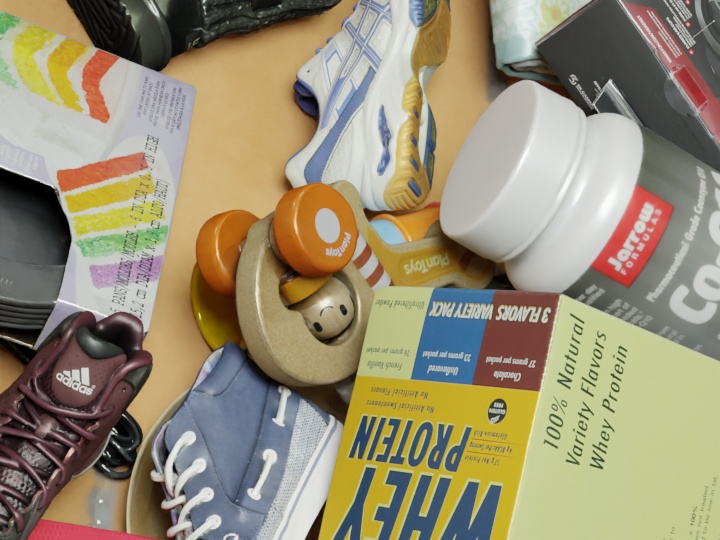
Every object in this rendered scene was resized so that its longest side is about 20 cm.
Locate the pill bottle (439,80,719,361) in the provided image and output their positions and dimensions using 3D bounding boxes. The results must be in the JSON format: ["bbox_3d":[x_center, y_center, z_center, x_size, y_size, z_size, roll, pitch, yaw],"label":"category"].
[{"bbox_3d":[0.152,-0.016,1.166,0.200,0.114,0.114,28,57,-18],"label":"pill bottle"}]

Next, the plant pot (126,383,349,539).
[{"bbox_3d":[-0.034,0.145,1.140,0.199,0.027,0.201,11,61,-21],"label":"plant pot"}]

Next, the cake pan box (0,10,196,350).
[{"bbox_3d":[-0.190,-0.050,1.126,0.184,0.052,0.200,20,45,-13],"label":"cake pan box"}]

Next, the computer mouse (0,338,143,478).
[{"bbox_3d":[-0.213,0.082,1.075,0.200,0.046,0.141,-32,83,-33],"label":"computer mouse"}]

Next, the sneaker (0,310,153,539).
[{"bbox_3d":[-0.161,0.079,0.991,0.076,0.116,0.200,37,38,-3],"label":"sneaker"}]

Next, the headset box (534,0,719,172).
[{"bbox_3d":[0.209,-0.123,1.281,0.200,0.077,0.149,-38,94,-41],"label":"headset box"}]

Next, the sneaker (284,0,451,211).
[{"bbox_3d":[0.002,-0.128,1.254,0.088,0.075,0.201,-1,58,18],"label":"sneaker"}]

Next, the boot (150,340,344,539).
[{"bbox_3d":[-0.077,0.125,1.059,0.090,0.073,0.200,39,38,-9],"label":"boot"}]

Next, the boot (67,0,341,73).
[{"bbox_3d":[-0.115,-0.224,1.250,0.158,0.079,0.212,-28,90,-26],"label":"boot"}]

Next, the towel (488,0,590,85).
[{"bbox_3d":[0.152,-0.200,1.351,0.199,0.048,0.172,4,74,-42],"label":"towel"}]

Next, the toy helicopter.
[{"bbox_3d":[0.011,0.014,1.144,0.200,0.079,0.133,-16,90,-48],"label":"toy helicopter"}]

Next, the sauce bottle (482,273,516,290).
[{"bbox_3d":[0.149,0.004,1.273,0.199,0.065,0.065,-11,71,-29],"label":"sauce bottle"}]

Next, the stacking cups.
[{"bbox_3d":[0.000,0.000,1.216,0.199,0.061,0.061,-14,72,-35],"label":"stacking cups"}]

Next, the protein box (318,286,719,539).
[{"bbox_3d":[0.099,0.131,1.076,0.200,0.135,0.199,22,77,-39],"label":"protein box"}]

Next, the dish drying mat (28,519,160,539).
[{"bbox_3d":[-0.170,0.157,1.029,0.199,0.018,0.077,14,60,-29],"label":"dish drying mat"}]
